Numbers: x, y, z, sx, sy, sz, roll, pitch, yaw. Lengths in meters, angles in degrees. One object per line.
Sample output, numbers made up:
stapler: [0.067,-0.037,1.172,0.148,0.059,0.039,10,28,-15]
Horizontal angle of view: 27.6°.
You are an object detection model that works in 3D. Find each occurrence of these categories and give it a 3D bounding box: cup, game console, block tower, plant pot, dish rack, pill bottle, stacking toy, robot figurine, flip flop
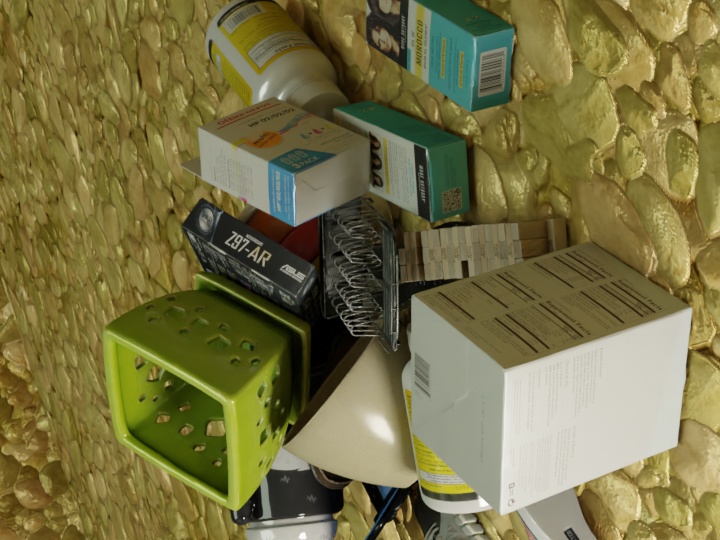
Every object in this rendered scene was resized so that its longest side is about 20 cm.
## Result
cup: [0.025,0.168,1.687,0.143,0.200,0.200,39,151,-3]
game console: [0.006,0.267,1.836,0.176,0.116,0.200,61,151,23]
block tower: [0.119,-0.019,1.470,0.200,0.058,0.054,-4,91,53]
plant pot: [-0.168,0.128,1.740,0.200,0.181,0.199,27,137,25]
dish rack: [0.000,0.000,1.596,0.200,0.054,0.154,-131,36,-68]
pill bottle: [-0.096,-0.234,1.749,0.200,0.111,0.111,52,147,38]
stacking toy: [-0.048,-0.020,1.792,0.200,0.146,0.146,51,149,11]
robot figurine: [-0.095,0.273,1.884,0.125,0.150,0.200,103,162,-81]
flip flop: [0.071,-0.006,1.627,0.200,0.058,0.081,-26,75,49]
pill bottle: [0.106,0.149,1.575,0.112,0.112,0.200,16,119,60]

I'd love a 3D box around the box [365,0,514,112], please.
box: [0.076,-0.237,1.478,0.200,0.049,0.082,41,139,47]

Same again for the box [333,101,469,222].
box: [0.042,-0.122,1.596,0.200,0.049,0.082,31,132,54]

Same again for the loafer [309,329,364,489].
loafer: [-0.020,0.174,1.811,0.071,0.073,0.200,-166,82,-72]

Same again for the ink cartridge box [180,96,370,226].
ink cartridge box: [-0.098,-0.129,1.615,0.200,0.115,0.068,27,131,38]

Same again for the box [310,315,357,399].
box: [-0.110,0.073,1.947,0.200,0.123,0.198,66,154,16]

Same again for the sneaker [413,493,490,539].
sneaker: [0.091,0.335,1.709,0.200,0.115,0.075,42,140,46]

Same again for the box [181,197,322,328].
box: [-0.124,0.000,1.749,0.160,0.044,0.200,31,168,11]

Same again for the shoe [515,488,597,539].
shoe: [0.195,0.282,1.522,0.200,0.071,0.091,57,144,21]

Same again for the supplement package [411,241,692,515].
supplement package: [0.167,0.091,1.318,0.151,0.200,0.152,40,138,50]
